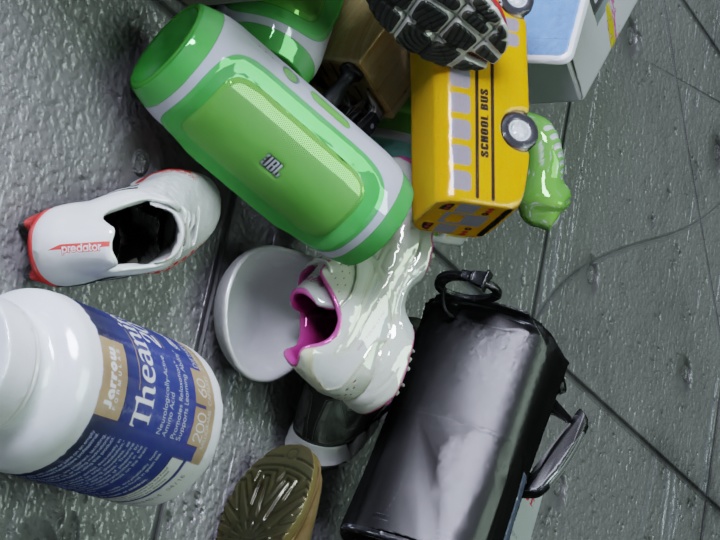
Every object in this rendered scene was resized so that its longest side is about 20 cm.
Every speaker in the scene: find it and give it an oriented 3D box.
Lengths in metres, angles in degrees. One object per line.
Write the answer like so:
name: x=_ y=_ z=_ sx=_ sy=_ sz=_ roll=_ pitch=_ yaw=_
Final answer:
speaker: x=-0.059 y=-0.091 z=1.356 sx=0.200 sy=0.088 sz=0.089 roll=40 pitch=52 yaw=-23
speaker: x=-0.049 y=-0.225 z=1.451 sx=0.088 sy=0.088 sz=0.200 roll=50 pitch=48 yaw=-46

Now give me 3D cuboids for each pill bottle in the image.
pill bottle: x=-0.180 y=0.074 z=1.195 sx=0.200 sy=0.111 sz=0.111 roll=27 pitch=66 yaw=-56

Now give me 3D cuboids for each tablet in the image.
tablet: x=0.085 y=-0.218 z=1.564 sx=0.014 sy=0.200 sz=0.130 roll=61 pitch=40 yaw=-54

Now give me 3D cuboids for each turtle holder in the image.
turtle holder: x=0.075 y=-0.087 z=1.567 sx=0.141 sy=0.185 sz=0.132 roll=-56 pitch=158 yaw=-87

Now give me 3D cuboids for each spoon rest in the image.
spoon rest: x=-0.044 y=0.021 z=1.477 sx=0.200 sy=0.061 sz=0.100 roll=-23 pitch=108 yaw=-58

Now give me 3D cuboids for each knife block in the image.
knife block: x=0.012 y=-0.158 z=1.473 sx=0.064 sy=0.200 sz=0.176 roll=56 pitch=14 yaw=-43

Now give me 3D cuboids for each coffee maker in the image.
coffee maker: x=0.063 y=0.129 z=1.478 sx=0.192 sy=0.135 sz=0.200 roll=44 pitch=58 yaw=-43

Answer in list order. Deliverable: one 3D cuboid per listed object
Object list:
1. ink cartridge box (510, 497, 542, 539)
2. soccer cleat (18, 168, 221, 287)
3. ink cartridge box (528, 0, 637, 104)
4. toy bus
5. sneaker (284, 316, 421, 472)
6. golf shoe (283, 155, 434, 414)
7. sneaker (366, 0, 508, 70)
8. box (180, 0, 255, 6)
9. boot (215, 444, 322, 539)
ink cartridge box: x=0.068 y=0.230 z=1.635 sx=0.145 sy=0.083 sz=0.200 roll=54 pitch=45 yaw=-44
soccer cleat: x=-0.138 y=-0.027 z=1.295 sx=0.200 sy=0.085 sz=0.069 roll=-17 pitch=103 yaw=-58
ink cartridge box: x=0.140 y=-0.257 z=1.710 sx=0.200 sy=0.147 sz=0.146 roll=-58 pitch=136 yaw=-42
toy bus: x=0.080 y=-0.127 z=1.431 sx=0.078 sy=0.065 sz=0.200 roll=7 pitch=68 yaw=-18
sneaker: x=0.010 y=0.073 z=1.540 sx=0.200 sy=0.066 sz=0.091 roll=-40 pitch=146 yaw=-50
golf shoe: x=0.000 y=0.000 z=1.443 sx=0.091 sy=0.075 sz=0.200 roll=22 pitch=65 yaw=-27
sneaker: x=0.032 y=-0.222 z=1.365 sx=0.200 sy=0.077 sz=0.085 roll=40 pitch=42 yaw=-17
box: x=-0.090 y=-0.293 z=1.377 sx=0.078 sy=0.095 sz=0.200 roll=29 pitch=66 yaw=-57
boot: x=-0.040 y=0.248 z=1.479 sx=0.200 sy=0.066 sz=0.175 roll=50 pitch=58 yaw=-47
